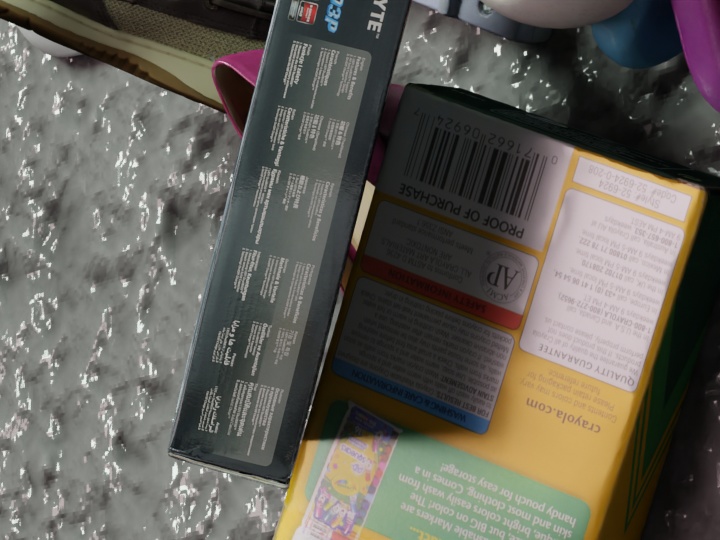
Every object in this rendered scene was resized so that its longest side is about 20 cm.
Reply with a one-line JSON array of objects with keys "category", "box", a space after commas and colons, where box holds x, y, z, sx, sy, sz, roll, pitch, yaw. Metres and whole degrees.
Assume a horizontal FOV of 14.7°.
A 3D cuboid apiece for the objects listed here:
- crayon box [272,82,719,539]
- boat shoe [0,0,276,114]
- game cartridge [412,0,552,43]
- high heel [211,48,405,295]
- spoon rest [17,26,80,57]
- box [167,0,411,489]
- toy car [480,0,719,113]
[{"category": "crayon box", "box": [0.051, 0.045, 1.029, 0.126, 0.052, 0.200, 21, 100, 25]}, {"category": "boat shoe", "box": [-0.105, -0.122, 1.190, 0.065, 0.200, 0.073, -67, 19, 1]}, {"category": "game cartridge", "box": [0.008, -0.183, 1.128, 0.200, 0.038, 0.130, 26, 114, 35]}, {"category": "high heel", "box": [0.000, 0.000, 1.099, 0.067, 0.096, 0.200, -48, 49, 35]}, {"category": "spoon rest", "box": [-0.121, -0.140, 1.321, 0.200, 0.061, 0.099, 35, 110, 63]}, {"category": "box", "box": [-0.021, -0.035, 1.003, 0.159, 0.046, 0.200, -89, 12, -84]}, {"category": "toy car", "box": [0.139, -0.118, 0.925, 0.200, 0.175, 0.150, -2, 118, 51]}]
